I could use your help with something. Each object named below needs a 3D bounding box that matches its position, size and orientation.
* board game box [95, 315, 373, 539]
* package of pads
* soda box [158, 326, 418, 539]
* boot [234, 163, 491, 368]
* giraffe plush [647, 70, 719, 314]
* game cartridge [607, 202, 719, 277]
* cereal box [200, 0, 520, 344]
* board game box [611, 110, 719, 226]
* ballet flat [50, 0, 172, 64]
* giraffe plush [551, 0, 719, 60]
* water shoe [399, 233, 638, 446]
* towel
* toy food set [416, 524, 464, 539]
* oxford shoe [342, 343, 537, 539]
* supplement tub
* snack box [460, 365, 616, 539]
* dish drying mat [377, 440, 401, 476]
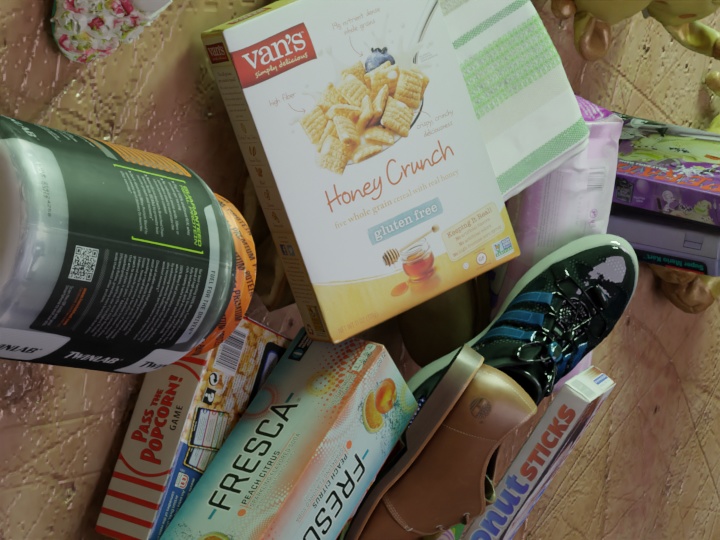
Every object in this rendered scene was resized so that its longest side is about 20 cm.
[{"bbox_3d":[-0.064,0.117,1.352,0.200,0.046,0.152,29,76,-51],"label":"board game box"},{"bbox_3d":[0.119,-0.023,1.491,0.076,0.121,0.200,0,107,-19],"label":"package of pads"},{"bbox_3d":[-0.048,0.131,1.281,0.200,0.068,0.064,-56,138,-28],"label":"soda box"},{"bbox_3d":[0.000,0.000,1.399,0.200,0.066,0.175,-14,103,-51],"label":"boot"},{"bbox_3d":[0.341,-0.056,1.745,0.200,0.162,0.173,-58,142,-20],"label":"giraffe plush"},{"bbox_3d":[0.232,-0.031,1.578,0.130,0.200,0.038,-20,116,-48],"label":"game cartridge"},{"bbox_3d":[0.003,-0.075,1.297,0.144,0.040,0.200,-26,105,-24],"label":"cereal box"},{"bbox_3d":[0.230,-0.073,1.558,0.120,0.200,0.032,-31,126,-44],"label":"board game box"},{"bbox_3d":[-0.100,-0.199,1.177,0.076,0.064,0.200,43,69,-53],"label":"ballet flat"},{"bbox_3d":[0.204,-0.233,1.517,0.162,0.173,0.200,-13,151,-40],"label":"giraffe plush"},{"bbox_3d":[0.113,0.059,1.403,0.200,0.079,0.072,-41,115,-5],"label":"water shoe"},{"bbox_3d":[0.048,-0.131,1.353,0.149,0.031,0.200,-34,108,-20],"label":"towel"},{"bbox_3d":[0.032,0.209,1.498,0.200,0.049,0.198,-53,154,-47],"label":"toy food set"},{"bbox_3d":[0.041,0.142,1.338,0.200,0.071,0.071,-57,179,29],"label":"oxford shoe"},{"bbox_3d":[-0.152,-0.010,1.134,0.200,0.122,0.123,13,93,-54],"label":"supplement tub"},{"bbox_3d":[0.101,0.154,1.440,0.200,0.024,0.072,-58,167,17],"label":"snack box"},{"bbox_3d":[-0.037,0.161,1.449,0.200,0.018,0.077,-45,135,-33],"label":"dish drying mat"}]
